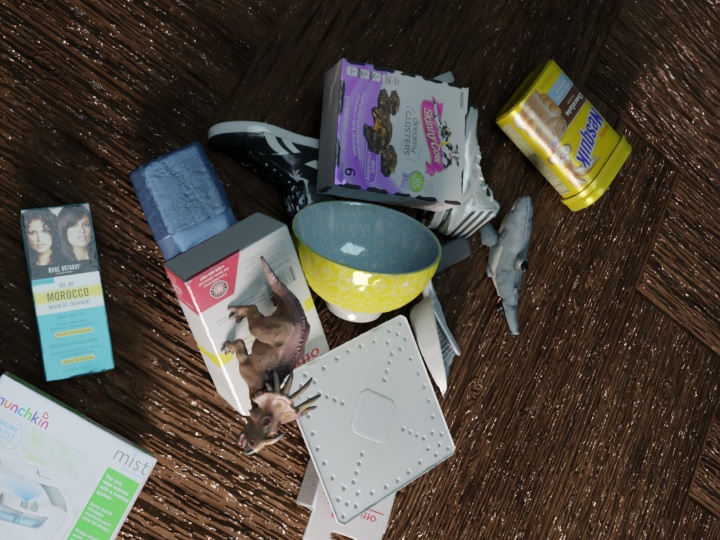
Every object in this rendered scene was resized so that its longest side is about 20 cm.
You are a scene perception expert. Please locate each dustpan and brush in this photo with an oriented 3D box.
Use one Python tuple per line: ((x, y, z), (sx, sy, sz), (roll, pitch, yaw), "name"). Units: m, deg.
((0.099, 0.059, 1.114), (0.056, 0.140, 0.203), (-27, 94, 13), "dustpan and brush")

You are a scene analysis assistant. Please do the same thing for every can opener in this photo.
((0.073, -0.009, 1.158), (0.197, 0.052, 0.068), (-21, 95, -26), "can opener")

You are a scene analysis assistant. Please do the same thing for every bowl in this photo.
((0.000, 0.000, 1.042), (0.196, 0.201, 0.110), (-3, 122, -25), "bowl")

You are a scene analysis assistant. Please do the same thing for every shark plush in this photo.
((0.225, -0.009, 1.212), (0.089, 0.083, 0.204), (20, 74, -21), "shark plush")

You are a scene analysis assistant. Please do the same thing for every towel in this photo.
((-0.215, -0.055, 1.036), (0.110, 0.048, 0.203), (-25, 94, -27), "towel")

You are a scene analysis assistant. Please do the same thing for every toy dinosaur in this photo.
((-0.092, 0.094, 0.903), (0.084, 0.135, 0.204), (7, 100, -36), "toy dinosaur")

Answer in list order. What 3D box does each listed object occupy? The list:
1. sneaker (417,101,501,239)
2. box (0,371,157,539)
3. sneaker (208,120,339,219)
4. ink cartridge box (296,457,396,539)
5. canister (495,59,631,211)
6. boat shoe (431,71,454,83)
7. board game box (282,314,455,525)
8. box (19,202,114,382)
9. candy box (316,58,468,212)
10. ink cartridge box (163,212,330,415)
((0.165, -0.145, 1.213), (0.113, 0.075, 0.205), (19, 84, -21), "sneaker")
((-0.361, 0.242, 0.899), (0.198, 0.096, 0.179), (34, 72, -15), "box")
((-0.112, -0.129, 1.080), (0.196, 0.073, 0.115), (7, 78, -25), "sneaker")
((-0.011, 0.273, 1.070), (0.114, 0.066, 0.204), (25, 72, -20), "ink cartridge box")
((0.327, -0.220, 1.291), (0.200, 0.086, 0.149), (44, 67, -11), "canister")
((0.070, -0.224, 1.182), (0.199, 0.072, 0.066), (-38, 103, -24), "boat shoe")
((0.012, 0.189, 1.037), (0.197, 0.026, 0.204), (-24, 95, -30), "board game box")
((-0.353, 0.026, 0.959), (0.081, 0.049, 0.205), (-9, 86, -25), "box")
((0.046, -0.181, 1.093), (0.196, 0.071, 0.172), (6, 84, -24), "candy box")
((-0.137, 0.054, 0.997), (0.144, 0.083, 0.203), (-31, 120, -25), "ink cartridge box")
